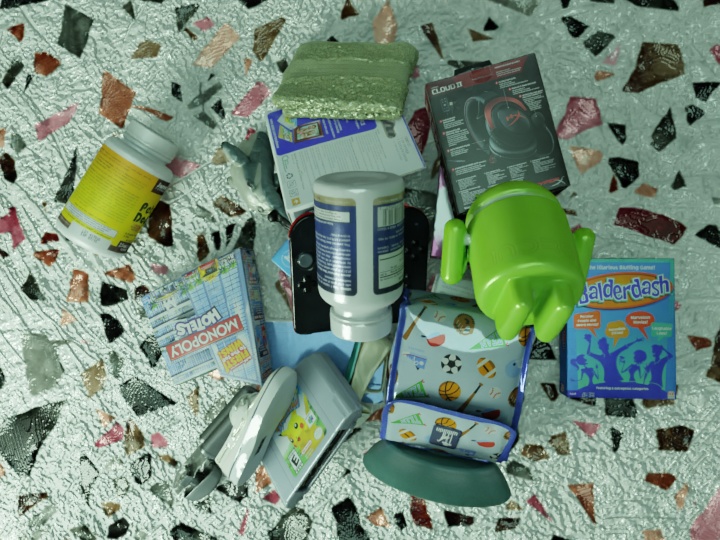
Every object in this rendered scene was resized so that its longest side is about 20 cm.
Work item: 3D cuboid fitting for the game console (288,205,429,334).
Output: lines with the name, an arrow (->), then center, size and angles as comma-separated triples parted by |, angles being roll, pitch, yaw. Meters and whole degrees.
game console -> 0.000, 0.000, 0.746 | 0.199, 0.031, 0.178 | -5, 107, -14

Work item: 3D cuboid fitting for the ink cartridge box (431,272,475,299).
ink cartridge box -> 0.155, 0.118, 0.769 | 0.145, 0.083, 0.201 | 15, 90, 6

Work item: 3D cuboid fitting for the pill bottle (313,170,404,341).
pill bottle -> -0.001, -0.018, 0.666 | 0.111, 0.111, 0.201 | 1, 110, 6

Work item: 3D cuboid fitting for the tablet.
tablet -> -0.059, 0.142, 0.825 | 0.199, 0.014, 0.131 | 0, 89, 7

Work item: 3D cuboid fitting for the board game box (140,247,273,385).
board game box -> -0.223, 0.097, 0.811 | 0.199, 0.062, 0.200 | -24, 85, 9

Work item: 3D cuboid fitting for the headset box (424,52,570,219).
headset box -> 0.175, -0.184, 0.710 | 0.148, 0.075, 0.201 | -15, 86, 6

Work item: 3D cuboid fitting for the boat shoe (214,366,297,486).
boat shoe -> -0.157, 0.212, 0.759 | 0.070, 0.071, 0.200 | 32, 111, 19

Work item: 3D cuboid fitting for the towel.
towel -> -0.022, -0.285, 0.784 | 0.199, 0.037, 0.149 | 8, 63, 13

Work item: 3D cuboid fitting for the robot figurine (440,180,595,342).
robot figurine -> 0.182, -0.020, 0.601 | 0.175, 0.116, 0.200 | 2, 51, -1

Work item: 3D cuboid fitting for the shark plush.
shark plush -> -0.137, -0.133, 0.785 | 0.083, 0.091, 0.200 | -24, 52, -20

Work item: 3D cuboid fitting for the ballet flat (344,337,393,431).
ballet flat -> -0.004, 0.183, 0.782 | 0.069, 0.069, 0.201 | 23, 95, 6

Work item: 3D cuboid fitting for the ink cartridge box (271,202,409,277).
ink cartridge box -> -0.023, -0.053, 0.798 | 0.116, 0.067, 0.200 | 41, 92, 5

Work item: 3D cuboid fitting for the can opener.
can opener -> -0.217, 0.274, 0.828 | 0.067, 0.053, 0.200 | 40, 93, -27

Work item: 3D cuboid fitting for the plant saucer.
plant saucer -> 0.104, 0.257, 0.713 | 0.199, 0.200, 0.036 | 10, 90, 6

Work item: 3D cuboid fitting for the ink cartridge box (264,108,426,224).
ink cartridge box -> -0.027, -0.178, 0.769 | 0.199, 0.043, 0.199 | -17, 59, 1

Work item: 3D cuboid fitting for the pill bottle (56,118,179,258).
pill bottle -> -0.366, -0.127, 0.813 | 0.109, 0.109, 0.200 | 33, 92, 5

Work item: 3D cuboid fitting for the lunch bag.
lunch bag -> 0.118, 0.140, 0.673 | 0.169, 0.124, 0.201 | 11, 101, 7

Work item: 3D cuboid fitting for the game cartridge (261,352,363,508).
game cartridge -> -0.085, 0.225, 0.768 | 0.200, 0.040, 0.133 | -58, 46, 18

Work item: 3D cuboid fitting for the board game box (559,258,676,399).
board game box -> 0.370, 0.082, 0.768 | 0.152, 0.045, 0.201 | -1, 88, 6

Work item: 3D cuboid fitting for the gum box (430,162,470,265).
gum box -> 0.168, -0.101, 0.780 | 0.113, 0.066, 0.201 | 6, 89, 7
